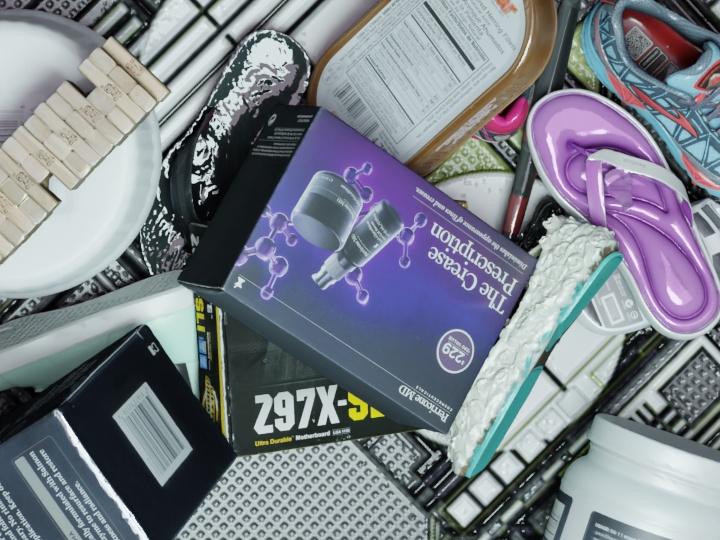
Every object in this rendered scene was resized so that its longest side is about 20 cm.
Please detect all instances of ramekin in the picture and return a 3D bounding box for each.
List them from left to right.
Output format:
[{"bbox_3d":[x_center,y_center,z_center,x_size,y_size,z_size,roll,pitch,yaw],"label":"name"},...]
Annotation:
[{"bbox_3d":[-0.236,-0.078,1.657,0.200,0.098,0.201,0,94,-2],"label":"ramekin"}]

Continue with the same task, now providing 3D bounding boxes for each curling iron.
[{"bbox_3d":[0.134,-0.101,1.755,0.049,0.026,0.201,8,89,-33],"label":"curling iron"}]

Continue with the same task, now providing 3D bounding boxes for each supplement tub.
[{"bbox_3d":[0.193,0.216,1.735,0.140,0.140,0.201,18,93,-9],"label":"supplement tub"}]

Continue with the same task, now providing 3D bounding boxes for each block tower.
[{"bbox_3d":[-0.212,-0.063,1.583,0.058,0.054,0.200,43,91,-3],"label":"block tower"}]

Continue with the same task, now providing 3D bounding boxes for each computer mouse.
[{"bbox_3d":[0.237,-0.014,1.767,0.199,0.044,0.110,-21,89,-6],"label":"computer mouse"}]

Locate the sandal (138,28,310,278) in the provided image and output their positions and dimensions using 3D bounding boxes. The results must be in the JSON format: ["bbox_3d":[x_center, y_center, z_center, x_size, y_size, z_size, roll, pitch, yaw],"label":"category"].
[{"bbox_3d":[-0.099,-0.076,1.711,0.075,0.048,0.201,23,94,-7],"label":"sandal"}]

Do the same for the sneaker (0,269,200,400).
[{"bbox_3d":[-0.191,0.085,1.704,0.200,0.074,0.119,-17,108,0],"label":"sneaker"}]

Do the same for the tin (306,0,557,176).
[{"bbox_3d":[0.047,-0.141,1.683,0.200,0.042,0.112,-42,78,24],"label":"tin"}]

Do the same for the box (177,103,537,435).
[{"bbox_3d":[0.000,0.000,1.641,0.200,0.079,0.141,33,81,-26],"label":"box"}]

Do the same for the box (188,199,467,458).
[{"bbox_3d":[-0.017,0.037,1.704,0.199,0.049,0.160,-6,99,-28],"label":"box"}]

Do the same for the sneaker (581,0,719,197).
[{"bbox_3d":[0.237,-0.120,1.712,0.200,0.096,0.079,38,82,3],"label":"sneaker"}]

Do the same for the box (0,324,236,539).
[{"bbox_3d":[-0.209,0.154,1.581,0.200,0.197,0.118,-33,96,18],"label":"box"}]

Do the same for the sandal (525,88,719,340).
[{"bbox_3d":[0.195,-0.045,1.718,0.082,0.050,0.203,-37,91,-6],"label":"sandal"}]

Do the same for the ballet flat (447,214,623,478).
[{"bbox_3d":[0.108,0.047,1.709,0.072,0.072,0.200,33,94,-10],"label":"ballet flat"}]

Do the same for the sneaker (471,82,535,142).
[{"bbox_3d":[0.096,-0.191,1.715,0.080,0.075,0.201,-7,96,-7],"label":"sneaker"}]
